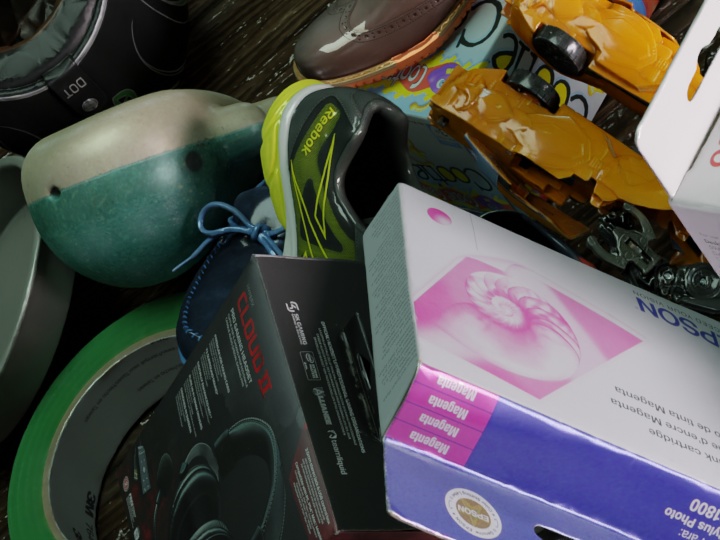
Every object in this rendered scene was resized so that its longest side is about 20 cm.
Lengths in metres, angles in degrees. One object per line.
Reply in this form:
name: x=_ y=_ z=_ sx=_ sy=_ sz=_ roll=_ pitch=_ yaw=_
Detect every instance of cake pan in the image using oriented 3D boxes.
cake pan: x=-0.235 y=0.028 z=1.195 sx=0.200 sy=0.036 sz=0.202 roll=-37 pitch=43 yaw=43

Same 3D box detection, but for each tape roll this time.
tape roll: x=-0.108 y=0.108 z=1.078 sx=0.199 sy=0.048 sz=0.202 roll=-20 pitch=48 yaw=24

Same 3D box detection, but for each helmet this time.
helmet: x=-0.207 y=-0.171 z=1.266 sx=0.198 sy=0.191 sz=0.202 roll=-1 pitch=84 yaw=11

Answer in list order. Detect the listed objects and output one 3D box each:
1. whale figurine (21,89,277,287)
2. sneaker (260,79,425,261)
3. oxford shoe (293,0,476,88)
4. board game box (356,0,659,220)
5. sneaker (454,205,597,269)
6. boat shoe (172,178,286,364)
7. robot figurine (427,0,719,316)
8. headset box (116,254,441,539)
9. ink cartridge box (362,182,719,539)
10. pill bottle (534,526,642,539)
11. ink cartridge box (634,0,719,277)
whale figurine: x=-0.105 y=-0.051 z=1.134 sx=0.158 sy=0.199 sz=0.105 roll=-18 pitch=90 yaw=40
sneaker: x=0.000 y=0.000 z=0.985 sx=0.074 sy=0.202 sz=0.084 roll=-20 pitch=11 yaw=-31
oxford shoe: x=0.034 y=-0.174 z=1.015 sx=0.200 sy=0.073 sz=0.071 roll=-39 pitch=44 yaw=5
board game box: x=0.083 y=-0.142 z=1.084 sx=0.104 sy=0.103 sz=0.201 roll=15 pitch=68 yaw=43
sneaker: x=0.061 y=-0.007 z=1.011 sx=0.199 sy=0.085 sz=0.075 roll=23 pitch=74 yaw=45
boat shoe: x=-0.054 y=-0.021 z=1.066 sx=0.083 sy=0.069 sz=0.201 roll=13 pitch=40 yaw=8
robot figurine: x=0.142 y=-0.065 z=0.959 sx=0.199 sy=0.058 sz=0.145 roll=34 pitch=77 yaw=8
headset box: x=-0.033 y=0.101 z=0.884 sx=0.200 sy=0.077 sz=0.150 roll=-55 pitch=42 yaw=42
ink cartridge box: x=0.098 y=0.061 z=0.827 sx=0.043 sy=0.195 sz=0.201 roll=-57 pitch=20 yaw=27
pill bottle: x=0.083 y=0.129 z=0.869 sx=0.113 sy=0.114 sz=0.201 roll=-36 pitch=44 yaw=9
ink cartridge box: x=0.208 y=-0.040 z=0.840 sx=0.066 sy=0.200 sz=0.116 roll=14 pitch=67 yaw=42
